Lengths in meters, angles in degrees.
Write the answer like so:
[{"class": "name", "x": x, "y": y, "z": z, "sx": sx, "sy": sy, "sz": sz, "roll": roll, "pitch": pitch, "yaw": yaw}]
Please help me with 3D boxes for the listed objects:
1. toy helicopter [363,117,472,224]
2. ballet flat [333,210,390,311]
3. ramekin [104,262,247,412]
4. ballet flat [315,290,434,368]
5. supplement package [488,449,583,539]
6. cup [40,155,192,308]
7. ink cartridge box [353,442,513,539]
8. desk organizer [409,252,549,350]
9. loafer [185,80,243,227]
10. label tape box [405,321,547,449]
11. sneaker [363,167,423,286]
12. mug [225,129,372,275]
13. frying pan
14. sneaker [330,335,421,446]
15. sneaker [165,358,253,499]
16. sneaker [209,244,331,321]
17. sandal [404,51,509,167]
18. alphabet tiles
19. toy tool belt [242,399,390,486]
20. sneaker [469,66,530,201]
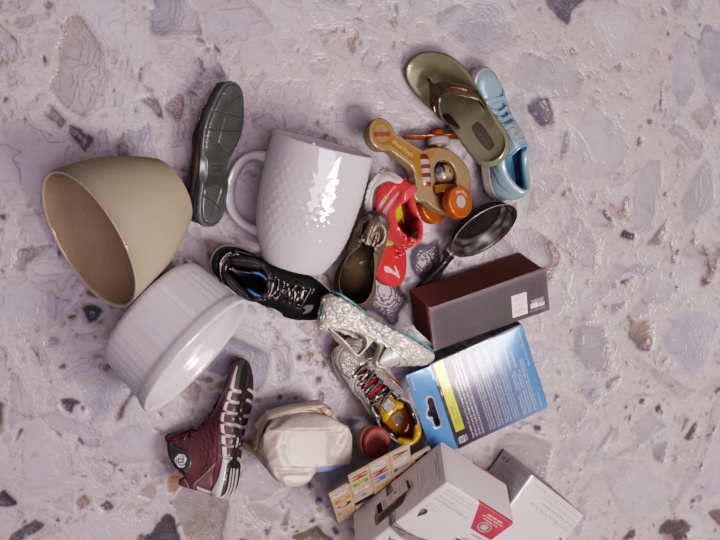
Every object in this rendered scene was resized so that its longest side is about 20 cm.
[{"class": "toy helicopter", "x": 0.087, "y": -0.165, "z": 1.653, "sx": 0.199, "sy": 0.078, "sz": 0.134, "roll": 31, "pitch": 68, "yaw": -29}, {"class": "ballet flat", "x": 0.000, "y": 0.000, "z": 1.626, "sx": 0.066, "sy": 0.047, "sz": 0.202, "roll": 20, "pitch": 134, "yaw": 1}, {"class": "ramekin", "x": -0.254, "y": 0.085, "z": 1.549, "sx": 0.098, "sy": 0.200, "sz": 0.201, "roll": 41, "pitch": 87, "yaw": 7}, {"class": "ballet flat", "x": 0.016, "y": 0.102, "z": 1.659, "sx": 0.198, "sy": 0.072, "sz": 0.072, "roll": 31, "pitch": 91, "yaw": -20}, {"class": "supplement package", "x": 0.225, "y": 0.408, "z": 1.768, "sx": 0.121, "sy": 0.120, "sz": 0.201, "roll": 37, "pitch": 89, "yaw": -18}, {"class": "cup", "x": -0.309, "y": -0.073, "z": 1.525, "sx": 0.143, "sy": 0.199, "sz": 0.203, "roll": -35, "pitch": 108, "yaw": -33}, {"class": "ink cartridge box", "x": 0.106, "y": 0.370, "z": 1.699, "sx": 0.146, "sy": 0.083, "sz": 0.200, "roll": 34, "pitch": 118, "yaw": -25}, {"class": "desk organizer", "x": 0.178, "y": 0.043, "z": 1.713, "sx": 0.197, "sy": 0.077, "sz": 0.073, "roll": -18, "pitch": 116, "yaw": -17}, {"class": "loafer", "x": -0.215, "y": -0.165, "z": 1.586, "sx": 0.071, "sy": 0.062, "sz": 0.204, "roll": 6, "pitch": 97, "yaw": -52}, {"class": "label tape box", "x": 0.171, "y": 0.177, "z": 1.745, "sx": 0.197, "sy": 0.066, "sz": 0.145, "roll": -22, "pitch": 105, "yaw": -8}, {"class": "sneaker", "x": 0.051, "y": -0.048, "z": 1.630, "sx": 0.077, "sy": 0.084, "sz": 0.202, "roll": -41, "pitch": 142, "yaw": -34}, {"class": "mug", "x": -0.097, "y": -0.098, "z": 1.597, "sx": 0.197, "sy": 0.148, "sz": 0.178, "roll": 17, "pitch": 99, "yaw": 12}, {"class": "frying pan", "x": 0.162, "y": -0.038, "z": 1.715, "sx": 0.114, "sy": 0.031, "sz": 0.191, "roll": -1, "pitch": 140, "yaw": -44}, {"class": "sneaker", "x": 0.031, "y": 0.179, "z": 1.698, "sx": 0.078, "sy": 0.082, "sz": 0.201, "roll": -40, "pitch": 106, "yaw": -4}, {"class": "sneaker", "x": -0.225, "y": 0.222, "z": 1.647, "sx": 0.114, "sy": 0.076, "sz": 0.203, "roll": 5, "pitch": 76, "yaw": 16}, {"class": "sneaker", "x": -0.119, "y": 0.031, "z": 1.618, "sx": 0.198, "sy": 0.112, "sz": 0.074, "roll": 23, "pitch": 94, "yaw": -17}, {"class": "sandal", "x": 0.140, "y": -0.237, "z": 1.631, "sx": 0.080, "sy": 0.057, "sz": 0.202, "roll": -44, "pitch": 77, "yaw": 17}, {"class": "alphabet tiles", "x": 0.031, "y": 0.309, "z": 1.681, "sx": 0.165, "sy": 0.201, "sz": 0.008, "roll": -27, "pitch": 66, "yaw": -9}, {"class": "toy tool belt", "x": -0.068, "y": 0.252, "z": 1.682, "sx": 0.197, "sy": 0.122, "sz": 0.127, "roll": -2, "pitch": 89, "yaw": -26}, {"class": "sneaker", "x": 0.213, "y": -0.202, "z": 1.670, "sx": 0.073, "sy": 0.081, "sz": 0.203, "roll": -25, "pitch": 106, "yaw": -33}]
